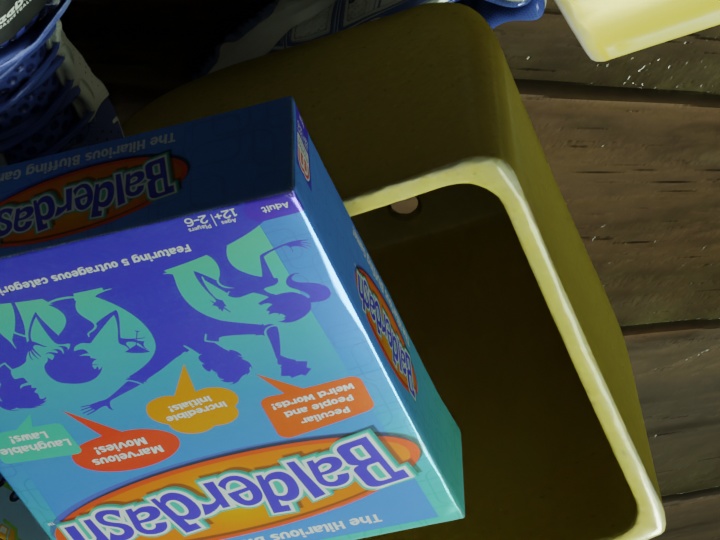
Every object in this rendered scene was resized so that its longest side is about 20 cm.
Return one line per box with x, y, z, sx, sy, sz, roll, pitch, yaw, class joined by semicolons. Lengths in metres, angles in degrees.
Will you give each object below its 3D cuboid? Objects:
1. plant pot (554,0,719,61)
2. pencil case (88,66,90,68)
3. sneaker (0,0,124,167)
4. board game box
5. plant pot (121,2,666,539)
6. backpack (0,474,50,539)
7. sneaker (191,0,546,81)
0.151;-0.191;1.124;0.189;0.201;0.201;-28;157;8;plant pot
-0.201;-0.046;0.952;0.200;0.088;0.088;-32;154;-17;pencil case
-0.131;-0.077;0.866;0.081;0.115;0.199;-38;123;-15;sneaker
-0.062;0.034;0.923;0.152;0.045;0.200;-13;140;13;board game box
0.000;0.000;1.075;0.195;0.200;0.194;-17;123;14;plant pot
-0.072;0.080;1.244;0.200;0.183;0.135;-54;139;-7;backpack
-0.004;-0.085;1.171;0.200;0.088;0.075;-46;157;13;sneaker
